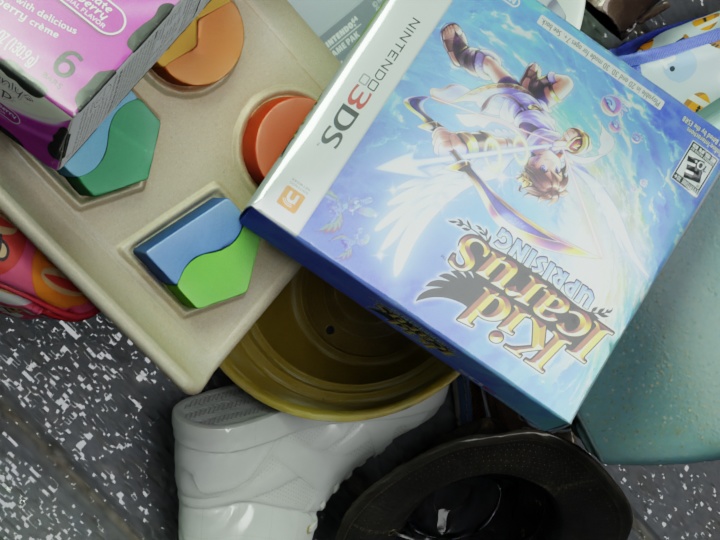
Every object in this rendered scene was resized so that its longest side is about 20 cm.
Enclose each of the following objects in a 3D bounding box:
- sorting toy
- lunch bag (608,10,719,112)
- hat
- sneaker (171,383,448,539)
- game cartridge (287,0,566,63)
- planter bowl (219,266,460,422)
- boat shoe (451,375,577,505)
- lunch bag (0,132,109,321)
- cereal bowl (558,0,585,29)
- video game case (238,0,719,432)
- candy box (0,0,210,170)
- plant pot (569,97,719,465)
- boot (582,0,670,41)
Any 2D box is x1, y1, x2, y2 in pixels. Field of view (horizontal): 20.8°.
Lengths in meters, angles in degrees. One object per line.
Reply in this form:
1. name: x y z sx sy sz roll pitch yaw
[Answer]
1. sorting toy: -0.084 -0.066 1.011 0.185 0.036 0.200 48 66 -25
2. lunch bag: 0.256 -0.093 1.329 0.200 0.124 0.170 -24 102 -35
3. hat: 0.072 0.147 1.219 0.200 0.201 0.081 28 34 -26
4. sneaker: -0.032 0.122 1.198 0.200 0.074 0.116 -11 112 -37
5. game cartridge: 0.017 -0.140 1.117 0.200 0.040 0.133 -41 113 -21
6. planter bowl: 0.000 0.000 1.180 0.200 0.083 0.201 -3 74 10
7. boat shoe: 0.102 0.083 1.263 0.072 0.072 0.200 -28 101 -26
8. lunch bag: -0.196 -0.080 1.005 0.200 0.082 0.176 25 78 -32
9. cereal bowl: 0.039 -0.186 1.229 0.200 0.083 0.201 1 87 -29
10. video game case: 0.068 -0.046 1.020 0.200 0.045 0.181 34 77 -5
11. candy box: -0.135 -0.166 0.942 0.136 0.061 0.200 36 61 0
12. plant pot: 0.197 0.015 1.165 0.200 0.196 0.196 -27 90 2
13. boot: 0.213 -0.232 1.322 0.072 0.200 0.166 37 100 12
